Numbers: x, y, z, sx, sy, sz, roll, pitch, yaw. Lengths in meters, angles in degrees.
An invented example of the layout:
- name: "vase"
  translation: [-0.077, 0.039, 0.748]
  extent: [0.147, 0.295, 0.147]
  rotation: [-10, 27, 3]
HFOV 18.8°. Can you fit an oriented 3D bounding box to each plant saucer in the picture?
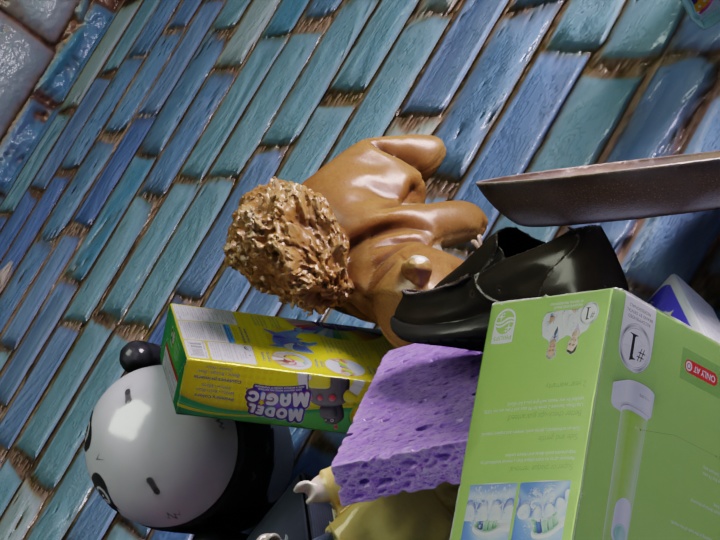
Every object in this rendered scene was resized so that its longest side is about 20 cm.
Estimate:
- name: "plant saucer"
  translation: [0.169, -0.050, 1.299]
  extent: [0.200, 0.199, 0.032]
  rotation: [-176, 78, -67]

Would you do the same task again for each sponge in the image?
- name: "sponge"
  translation: [0.054, 0.086, 1.379]
  extent: [0.111, 0.030, 0.200]
  rotation: [-13, 16, 15]

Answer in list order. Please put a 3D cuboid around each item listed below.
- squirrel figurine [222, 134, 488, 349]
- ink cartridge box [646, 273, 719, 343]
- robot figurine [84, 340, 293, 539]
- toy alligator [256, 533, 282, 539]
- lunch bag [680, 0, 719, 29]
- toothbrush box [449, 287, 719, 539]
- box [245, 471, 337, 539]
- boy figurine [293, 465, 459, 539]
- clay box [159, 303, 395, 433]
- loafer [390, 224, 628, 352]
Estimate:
- name: "squirrel figurine"
  translation: [0.000, 0.000, 1.550]
  extent: [0.187, 0.199, 0.142]
  rotation: [-118, 37, -57]
- name: "ink cartridge box"
  translation: [0.146, 0.125, 1.235]
  extent: [0.198, 0.043, 0.200]
  rotation: [-50, 19, 18]
- name: "robot figurine"
  translation: [-0.127, 0.138, 1.641]
  extent: [0.125, 0.150, 0.200]
  rotation: [-65, -22, 0]
- name: "toy alligator"
  translation: [-0.074, 0.254, 1.420]
  extent: [0.054, 0.059, 0.201]
  rotation: [24, 118, 48]
- name: "lunch bag"
  translation: [0.276, -0.284, 1.449]
  extent: [0.200, 0.122, 0.171]
  rotation: [-35, 26, 29]
- name: "toothbrush box"
  translation: [0.123, 0.128, 1.058]
  extent: [0.086, 0.145, 0.201]
  rotation: [-10, 63, 45]
- name: "box"
  translation: [-0.075, 0.261, 1.533]
  extent: [0.200, 0.051, 0.158]
  rotation: [-51, 20, 17]
- name: "boy figurine"
  translation: [0.012, 0.169, 1.379]
  extent: [0.200, 0.124, 0.064]
  rotation: [-47, 3, -27]
- name: "clay box"
  translation: [-0.038, 0.074, 1.558]
  extent: [0.115, 0.199, 0.048]
  rotation: [-119, 40, -68]
- name: "loafer"
  translation: [0.095, 0.010, 1.344]
  extent: [0.200, 0.073, 0.072]
  rotation: [-9, 76, 50]
